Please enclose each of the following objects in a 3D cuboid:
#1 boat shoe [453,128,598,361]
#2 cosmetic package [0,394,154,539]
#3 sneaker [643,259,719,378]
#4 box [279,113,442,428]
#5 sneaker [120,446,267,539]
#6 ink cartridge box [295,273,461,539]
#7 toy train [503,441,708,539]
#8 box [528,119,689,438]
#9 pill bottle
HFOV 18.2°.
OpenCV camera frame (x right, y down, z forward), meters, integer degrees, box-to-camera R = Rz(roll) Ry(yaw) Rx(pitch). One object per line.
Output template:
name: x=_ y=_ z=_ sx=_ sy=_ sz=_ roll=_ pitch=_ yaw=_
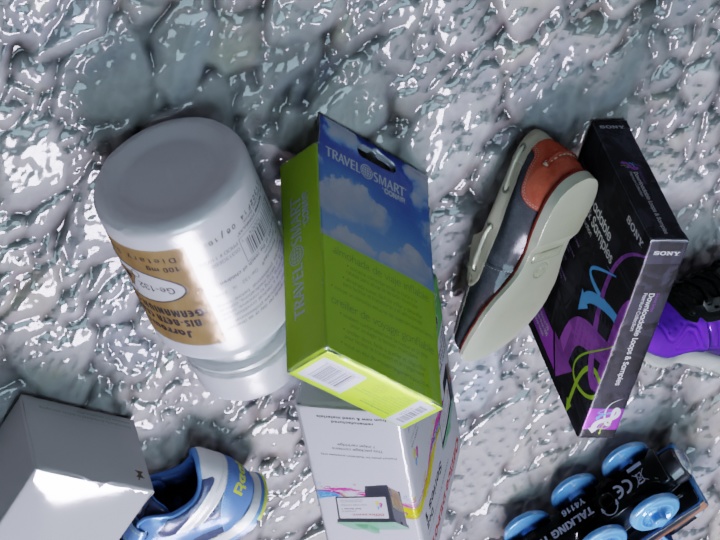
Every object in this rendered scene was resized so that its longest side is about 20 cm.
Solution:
boat shoe: x=0.115 y=-0.016 z=1.715 sx=0.071 sy=0.063 sz=0.200 roll=-17 pitch=143 yaw=-42
cosmetic package: x=-0.259 y=0.202 z=1.762 sx=0.107 sy=0.085 sz=0.200 roll=17 pitch=123 yaw=-32
sneaker: x=0.273 y=0.026 z=1.801 sx=0.200 sy=0.070 sz=0.100 roll=11 pitch=121 yaw=-45
box: x=0.000 y=0.000 z=1.604 sx=0.048 sy=0.201 sz=0.122 roll=-30 pitch=137 yaw=35
sneaker: x=-0.172 y=0.213 z=1.816 sx=0.200 sy=0.074 sz=0.082 roll=-40 pitch=130 yaw=8
ink cartridge box: x=0.018 y=0.119 z=1.731 sx=0.084 sy=0.145 sz=0.200 roll=3 pitch=136 yaw=14
toy train: x=0.214 y=0.228 z=1.961 sx=0.200 sy=0.087 sz=0.114 roll=-36 pitch=142 yaw=11
box: x=0.183 y=0.007 z=1.702 sx=0.036 sy=0.143 sz=0.201 roll=1 pitch=130 yaw=-19
pill bottle: x=-0.107 y=-0.002 z=1.608 sx=0.114 sy=0.115 sz=0.200 roll=-21 pitch=135 yaw=0
